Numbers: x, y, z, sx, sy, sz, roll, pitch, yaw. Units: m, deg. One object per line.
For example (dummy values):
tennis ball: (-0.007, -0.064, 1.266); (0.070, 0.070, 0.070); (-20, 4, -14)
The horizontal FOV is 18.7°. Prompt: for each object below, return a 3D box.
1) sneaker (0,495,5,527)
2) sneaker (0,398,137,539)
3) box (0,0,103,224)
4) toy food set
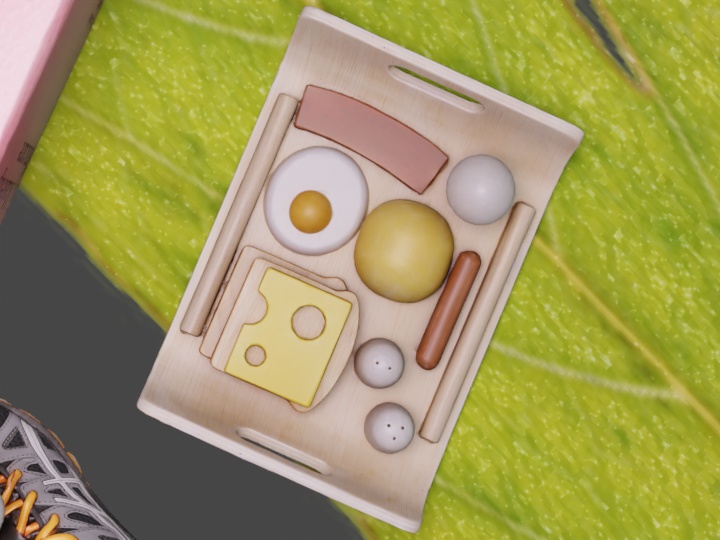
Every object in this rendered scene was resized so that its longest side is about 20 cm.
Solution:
sneaker: (-0.176, 0.170, 0.957); (0.115, 0.076, 0.201); (34, 127, -9)
sneaker: (-0.146, 0.122, 0.985); (0.200, 0.077, 0.078); (39, 89, -1)
box: (-0.197, -0.073, 0.957); (0.108, 0.128, 0.201); (24, 89, -4)
toy food set: (0.000, 0.000, 1.002); (0.143, 0.060, 0.201); (23, 88, -3)
